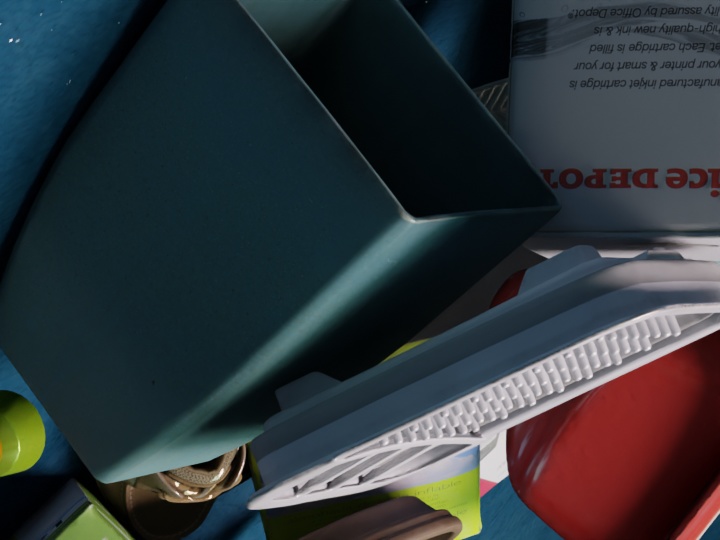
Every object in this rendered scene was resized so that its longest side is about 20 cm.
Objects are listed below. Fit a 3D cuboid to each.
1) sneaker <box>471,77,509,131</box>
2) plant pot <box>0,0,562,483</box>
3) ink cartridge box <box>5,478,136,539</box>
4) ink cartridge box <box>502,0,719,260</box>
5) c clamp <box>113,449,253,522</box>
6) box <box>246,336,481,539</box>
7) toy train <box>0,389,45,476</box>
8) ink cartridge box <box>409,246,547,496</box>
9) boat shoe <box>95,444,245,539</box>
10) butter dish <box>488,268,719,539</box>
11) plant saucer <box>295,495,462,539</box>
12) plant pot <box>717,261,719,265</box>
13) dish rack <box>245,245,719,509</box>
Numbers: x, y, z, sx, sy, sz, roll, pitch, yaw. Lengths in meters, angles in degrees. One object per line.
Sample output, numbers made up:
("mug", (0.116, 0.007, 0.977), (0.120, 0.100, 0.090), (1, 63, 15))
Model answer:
("sneaker", (0.054, -0.045, 1.248), (0.199, 0.075, 0.085), (-5, 170, 6))
("plant pot", (-0.051, -0.010, 1.104), (0.200, 0.141, 0.141), (-46, 162, 23))
("ink cartridge box", (-0.174, 0.179, 1.328), (0.148, 0.076, 0.200), (-44, -169, -6))
("ink cartridge box", (0.143, -0.105, 1.152), (0.083, 0.146, 0.201), (30, 63, -71))
("c clamp", (-0.059, 0.071, 1.386), (0.170, 0.027, 0.200), (-25, 153, -16))
("box", (0.002, 0.098, 1.388), (0.121, 0.048, 0.200), (-14, 152, -5))
("toy train", (-0.172, 0.079, 1.121), (0.200, 0.085, 0.116), (-57, 168, 27))
("ink cartridge box", (0.063, 0.056, 1.536), (0.147, 0.086, 0.200), (-37, 160, -23))
("boat shoe", (-0.091, 0.083, 1.276), (0.071, 0.065, 0.200), (-17, 147, -16))
("butter dish", (0.135, 0.048, 1.375), (0.200, 0.147, 0.200), (-59, -172, 35))
("plant saucer", (-0.041, 0.167, 1.355), (0.199, 0.030, 0.200), (-27, 169, -6))
("plant pot", (0.159, -0.107, 1.298), (0.200, 0.200, 0.134), (-43, 133, -7))
("dish rack", (0.055, 0.039, 1.092), (0.199, 0.044, 0.171), (-26, 169, 22))
